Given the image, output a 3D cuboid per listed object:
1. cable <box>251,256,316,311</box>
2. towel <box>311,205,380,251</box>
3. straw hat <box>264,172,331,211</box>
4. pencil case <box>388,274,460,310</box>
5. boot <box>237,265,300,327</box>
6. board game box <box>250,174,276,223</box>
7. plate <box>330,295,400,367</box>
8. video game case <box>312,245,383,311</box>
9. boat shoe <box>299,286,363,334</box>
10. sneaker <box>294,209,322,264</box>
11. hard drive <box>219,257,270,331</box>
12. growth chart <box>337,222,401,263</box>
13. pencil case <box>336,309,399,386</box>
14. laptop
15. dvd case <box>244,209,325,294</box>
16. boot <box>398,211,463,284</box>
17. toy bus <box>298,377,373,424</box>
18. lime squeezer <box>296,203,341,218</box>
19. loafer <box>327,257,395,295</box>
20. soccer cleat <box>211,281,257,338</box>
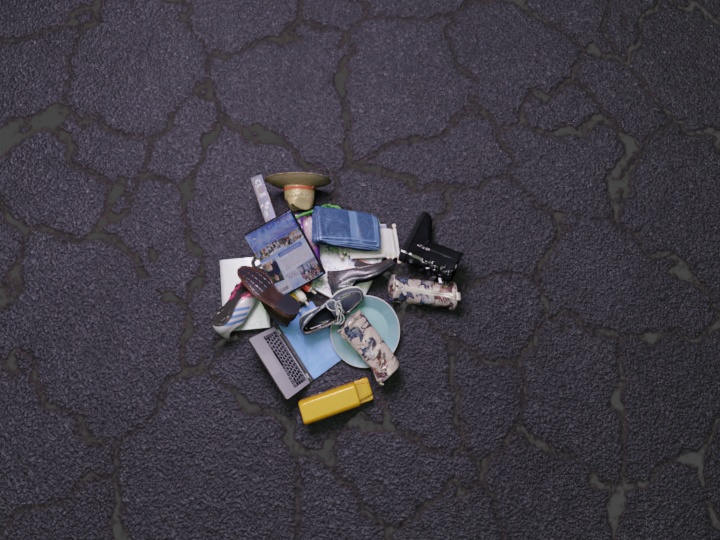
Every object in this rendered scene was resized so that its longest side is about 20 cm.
[{"bbox_3d":[-0.206,0.016,1.425,0.200,0.050,0.097,43,86,-15],"label":"cable"},{"bbox_3d":[-0.037,-0.117,1.428,0.197,0.048,0.114,6,68,-24],"label":"towel"},{"bbox_3d":[-0.168,-0.207,1.431,0.197,0.201,0.087,0,88,-3],"label":"straw hat"},{"bbox_3d":[0.177,0.061,1.449,0.196,0.089,0.079,7,95,-3],"label":"pencil case"},{"bbox_3d":[-0.254,0.075,1.374,0.199,0.097,0.075,38,51,7],"label":"boot"},{"bbox_3d":[-0.252,-0.150,1.445,0.034,0.136,0.203,-19,82,-6],"label":"board game box"},{"bbox_3d":[0.013,0.170,1.450,0.196,0.026,0.204,0,91,-3],"label":"plate"},{"bbox_3d":[-0.057,-0.008,1.488,0.198,0.024,0.184,26,80,1],"label":"video game case"},{"bbox_3d":[-0.077,0.110,1.395,0.197,0.062,0.076,-25,110,-1],"label":"boat shoe"},{"bbox_3d":[-0.136,-0.095,1.457,0.087,0.081,0.203,-18,67,-11],"label":"sneaker"},{"bbox_3d":[-0.326,0.067,1.459,0.129,0.026,0.204,-5,80,-4],"label":"hard drive"},{"bbox_3d":[0.020,-0.092,1.492,0.196,0.018,0.147,2,67,-9],"label":"growth chart"},{"bbox_3d":[0.024,0.211,1.399,0.089,0.078,0.201,-38,92,-12],"label":"pencil case"},{"bbox_3d":[-0.166,0.210,1.402,0.115,0.199,0.189,-38,83,25],"label":"laptop"},{"bbox_3d":[-0.197,-0.043,1.367,0.141,0.018,0.202,-28,112,-1],"label":"dvd case"},{"bbox_3d":[0.211,-0.064,1.454,0.160,0.074,0.200,23,56,13],"label":"boot"},{"bbox_3d":[-0.065,0.351,1.399,0.197,0.078,0.066,-18,82,-6],"label":"toy bus"},{"bbox_3d":[-0.092,-0.155,1.464,0.197,0.038,0.072,10,72,-24],"label":"lime squeezer"},{"bbox_3d":[0.000,0.000,1.442,0.197,0.073,0.073,-22,82,-7],"label":"loafer"},{"bbox_3d":[-0.328,0.097,1.413,0.069,0.087,0.201,21,55,27],"label":"soccer cleat"}]
